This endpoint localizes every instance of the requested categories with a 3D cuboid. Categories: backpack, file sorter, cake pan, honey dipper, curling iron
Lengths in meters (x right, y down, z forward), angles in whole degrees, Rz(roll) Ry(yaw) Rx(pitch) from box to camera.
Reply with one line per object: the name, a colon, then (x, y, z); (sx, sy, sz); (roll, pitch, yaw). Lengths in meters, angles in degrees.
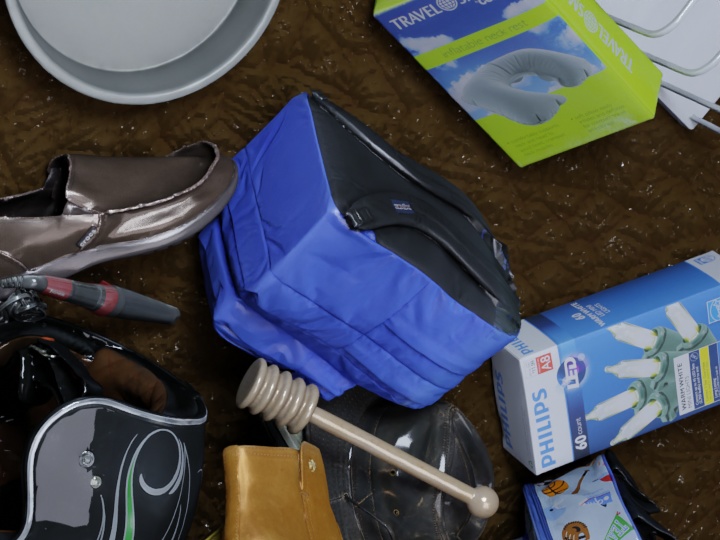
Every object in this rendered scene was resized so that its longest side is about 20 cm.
backpack: (0.179, 0.242, 1.901); (0.154, 0.200, 0.191); (-17, 112, -6)
backpack: (0.000, 0.000, 1.732); (0.200, 0.163, 0.168); (30, 123, -32)
file sorter: (0.247, -0.198, 1.795); (0.200, 0.125, 0.139); (40, 88, -31)
cake pan: (-0.144, -0.209, 1.648); (0.200, 0.037, 0.200); (-9, 112, -24)
honey dipper: (0.009, 0.118, 1.716); (0.200, 0.038, 0.038); (27, 95, -17)
curling iron: (-0.180, 0.021, 1.674); (0.200, 0.050, 0.026); (5, 69, -60)

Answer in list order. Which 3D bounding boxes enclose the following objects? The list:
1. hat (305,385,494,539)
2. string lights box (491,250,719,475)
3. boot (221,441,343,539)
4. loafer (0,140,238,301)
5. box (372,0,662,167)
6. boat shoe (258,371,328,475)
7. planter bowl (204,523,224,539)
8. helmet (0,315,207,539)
hat: (0.044, 0.145, 1.791); (0.201, 0.081, 0.201); (12, 75, -50)
string lights box: (0.200, 0.069, 1.908); (0.200, 0.059, 0.103); (-20, 117, -19)
boot: (-0.023, 0.193, 1.700); (0.201, 0.071, 0.144); (26, 54, -53)
loafer: (-0.175, -0.045, 1.672); (0.200, 0.073, 0.071); (-24, 118, -17)
box: (0.103, -0.163, 1.743); (0.200, 0.122, 0.048); (43, 45, -32)
boat shoe: (-0.029, 0.147, 1.824); (0.066, 0.075, 0.199); (-16, 137, 30)
planter bowl: (-0.097, 0.255, 1.748); (0.200, 0.200, 0.083); (-45, 78, -5)
helmet: (-0.208, 0.145, 1.663); (0.200, 0.200, 0.191); (21, 102, -31)
